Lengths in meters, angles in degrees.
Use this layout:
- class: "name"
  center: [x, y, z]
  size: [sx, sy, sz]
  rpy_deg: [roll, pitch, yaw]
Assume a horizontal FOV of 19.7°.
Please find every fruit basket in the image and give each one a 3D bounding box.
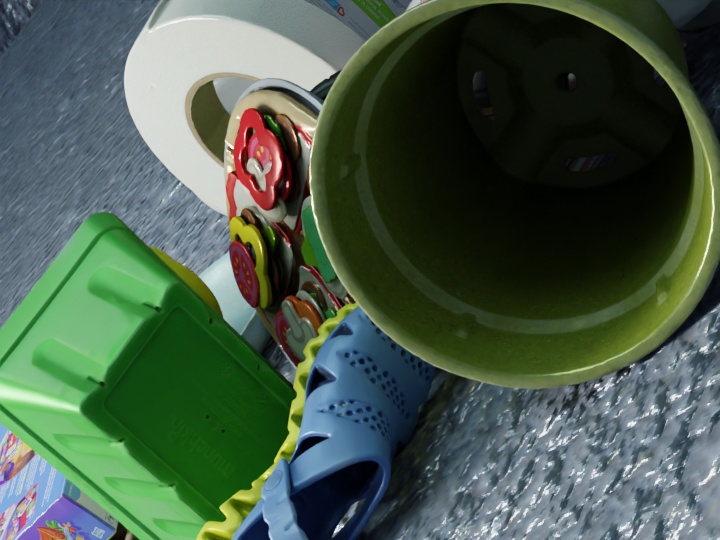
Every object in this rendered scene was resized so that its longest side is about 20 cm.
- class: "fruit basket"
  center: [-0.129, 0.063, 1.240]
  size: [0.156, 0.215, 0.215]
  rpy_deg: [-53, 18, -15]

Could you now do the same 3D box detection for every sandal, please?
- class: "sandal"
  center: [-0.007, 0.100, 1.101]
  size: [0.087, 0.079, 0.201]
  rpy_deg: [-3, 56, 59]

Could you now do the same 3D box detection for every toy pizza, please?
- class: "toy pizza"
  center: [-0.037, -0.013, 1.221]
  size: [0.032, 0.201, 0.200]
  rpy_deg: [-19, 3, -28]

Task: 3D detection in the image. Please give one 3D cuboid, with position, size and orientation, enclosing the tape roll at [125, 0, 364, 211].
- class: "tape roll"
  center: [-0.062, -0.105, 1.389]
  size: [0.202, 0.203, 0.037]
  rpy_deg: [-27, 28, 49]

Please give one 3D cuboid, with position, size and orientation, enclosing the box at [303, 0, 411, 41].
- class: "box"
  center: [0.011, -0.189, 1.432]
  size: [0.097, 0.200, 0.177]
  rpy_deg: [-26, 29, 50]

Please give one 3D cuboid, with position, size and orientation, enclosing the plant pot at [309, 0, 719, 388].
- class: "plant pot"
  center: [0.094, -0.071, 1.053]
  size: [0.200, 0.200, 0.184]
  rpy_deg: [-39, 8, 27]

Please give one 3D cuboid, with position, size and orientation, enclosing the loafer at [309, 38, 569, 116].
- class: "loafer"
  center: [0.033, -0.093, 1.200]
  size: [0.199, 0.073, 0.073]
  rpy_deg: [-26, -8, 38]

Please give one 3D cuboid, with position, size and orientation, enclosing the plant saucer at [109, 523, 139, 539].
- class: "plant saucer"
  center: [-0.204, 0.235, 1.349]
  size: [0.200, 0.029, 0.200]
  rpy_deg: [-43, 19, 19]

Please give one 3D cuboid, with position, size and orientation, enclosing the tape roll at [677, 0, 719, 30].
- class: "tape roll"
  center: [0.241, -0.229, 1.237]
  size: [0.203, 0.037, 0.203]
  rpy_deg: [-42, 20, 19]

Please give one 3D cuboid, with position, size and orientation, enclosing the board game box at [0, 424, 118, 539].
- class: "board game box"
  center: [-0.209, 0.139, 1.412]
  size: [0.134, 0.045, 0.200]
  rpy_deg: [-43, 22, 26]

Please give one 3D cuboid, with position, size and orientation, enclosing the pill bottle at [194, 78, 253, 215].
- class: "pill bottle"
  center: [-0.103, -0.115, 1.680]
  size: [0.120, 0.120, 0.200]
  rpy_deg: [-49, 18, -1]

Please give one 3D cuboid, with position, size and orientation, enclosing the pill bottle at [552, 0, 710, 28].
- class: "pill bottle"
  center: [0.149, -0.221, 1.193]
  size: [0.114, 0.114, 0.200]
  rpy_deg: [-41, 19, 23]

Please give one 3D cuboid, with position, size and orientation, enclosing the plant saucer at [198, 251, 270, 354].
- class: "plant saucer"
  center: [-0.113, 0.064, 1.469]
  size: [0.201, 0.039, 0.201]
  rpy_deg: [-43, 19, 19]

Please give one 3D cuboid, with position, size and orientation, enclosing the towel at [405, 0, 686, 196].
- class: "towel"
  center: [0.083, -0.109, 1.241]
  size: [0.200, 0.030, 0.147]
  rpy_deg: [26, 78, 45]
